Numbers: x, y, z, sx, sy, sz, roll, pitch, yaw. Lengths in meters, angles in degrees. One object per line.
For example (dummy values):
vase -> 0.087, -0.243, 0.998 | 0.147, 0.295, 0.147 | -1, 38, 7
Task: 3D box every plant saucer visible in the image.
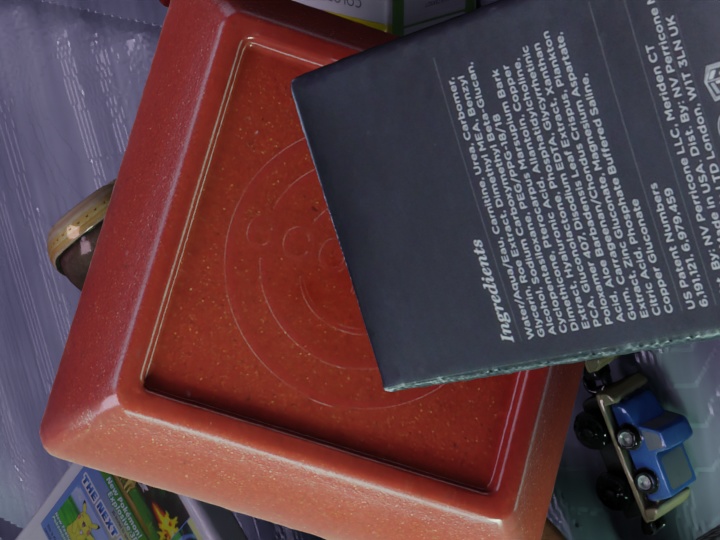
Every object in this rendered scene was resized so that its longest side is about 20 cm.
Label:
plant saucer -> 0.000, 0.000, 0.785 | 0.037, 0.199, 0.201 | 138, 148, -75

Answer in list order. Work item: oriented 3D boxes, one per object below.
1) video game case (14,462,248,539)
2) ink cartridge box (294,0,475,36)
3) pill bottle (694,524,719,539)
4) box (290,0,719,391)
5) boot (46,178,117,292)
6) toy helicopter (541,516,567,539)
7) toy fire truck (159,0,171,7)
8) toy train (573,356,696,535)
video game case -> -0.095, 0.185, 0.948 | 0.182, 0.022, 0.200 | -51, 61, 36
ink cartridge box -> -0.005, -0.056, 0.920 | 0.104, 0.059, 0.201 | 22, 122, 41
pill bottle -> 0.158, 0.137, 0.717 | 0.116, 0.199, 0.116 | 22, 122, 41
box -> 0.120, -0.052, 0.678 | 0.200, 0.196, 0.118 | -15, 95, 50
boot -> -0.055, 0.043, 0.942 | 0.072, 0.200, 0.167 | -37, 73, 7
toy helicopter -> 0.059, 0.107, 0.890 | 0.200, 0.079, 0.132 | 48, 172, 48
toy fire truck -> -0.098, -0.211, 0.879 | 0.200, 0.111, 0.169 | -112, 10, -68
toy train -> 0.097, 0.015, 0.862 | 0.046, 0.034, 0.201 | -19, 93, 39
